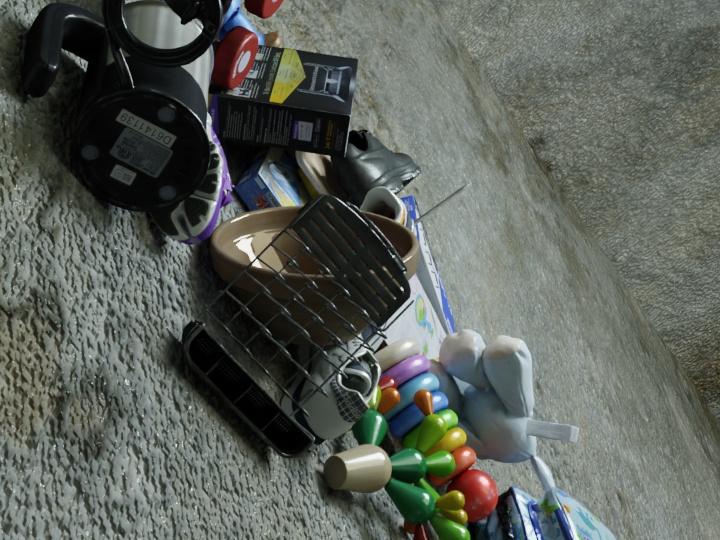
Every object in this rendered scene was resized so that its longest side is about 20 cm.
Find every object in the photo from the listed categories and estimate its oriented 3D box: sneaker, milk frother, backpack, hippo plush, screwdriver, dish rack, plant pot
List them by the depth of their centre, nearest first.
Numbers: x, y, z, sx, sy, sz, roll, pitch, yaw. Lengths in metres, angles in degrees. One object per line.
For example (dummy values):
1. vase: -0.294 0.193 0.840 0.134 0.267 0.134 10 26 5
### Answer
1. dish rack: -0.046 0.042 1.256 0.154 0.200 0.055 49 -8 -27
2. milk frother: -0.177 -0.192 1.268 0.180 0.200 0.189 44 21 -28
3. sneaker: -0.147 -0.082 1.376 0.084 0.080 0.200 56 15 -29
4. plant pot: -0.045 0.011 1.396 0.201 0.199 0.093 -72 166 -69
5. sneaker: -0.015 0.094 1.408 0.076 0.080 0.200 49 25 -21
6. backpack: 0.202 0.337 1.514 0.183 0.147 0.201 42 26 -35
7. sneaker: 0.000 0.000 1.547 0.080 0.078 0.201 63 37 -47
8. screwdriver: 0.042 -0.036 1.630 0.029 0.199 0.028 60 1 23
9. hippo plush: 0.151 0.138 1.638 0.199 0.160 0.161 16 11 7
10. sneaker: 0.015 -0.125 1.692 0.091 0.076 0.200 56 12 -3

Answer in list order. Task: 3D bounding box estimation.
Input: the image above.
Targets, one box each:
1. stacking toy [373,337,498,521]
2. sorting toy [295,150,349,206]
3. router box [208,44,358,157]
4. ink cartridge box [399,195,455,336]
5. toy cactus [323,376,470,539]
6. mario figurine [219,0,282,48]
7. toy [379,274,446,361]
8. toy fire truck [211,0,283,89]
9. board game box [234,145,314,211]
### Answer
1. stacking toy: 0.073 0.173 1.517 0.201 0.085 0.085 58 16 12
2. sorting toy: -0.024 -0.094 1.714 0.201 0.036 0.185 59 15 -20
3. router box: -0.085 -0.195 1.630 0.200 0.156 0.053 -83 -178 -64
4. ink cartridge box: 0.074 0.015 1.783 0.094 0.044 0.201 -95 168 -50
5. toy cactus: 0.025 0.190 1.402 0.164 0.102 0.201 4 56 -47
6. mario figurine: -0.165 -0.337 1.712 0.200 0.123 0.106 52 29 -35
7. toy: 0.049 0.076 1.687 0.200 0.047 0.116 56 37 -43
8. toy fire truck: -0.162 -0.276 1.481 0.112 0.201 0.168 29 14 9
9. board game box: -0.075 -0.078 1.645 0.136 0.034 0.200 54 16 -15
